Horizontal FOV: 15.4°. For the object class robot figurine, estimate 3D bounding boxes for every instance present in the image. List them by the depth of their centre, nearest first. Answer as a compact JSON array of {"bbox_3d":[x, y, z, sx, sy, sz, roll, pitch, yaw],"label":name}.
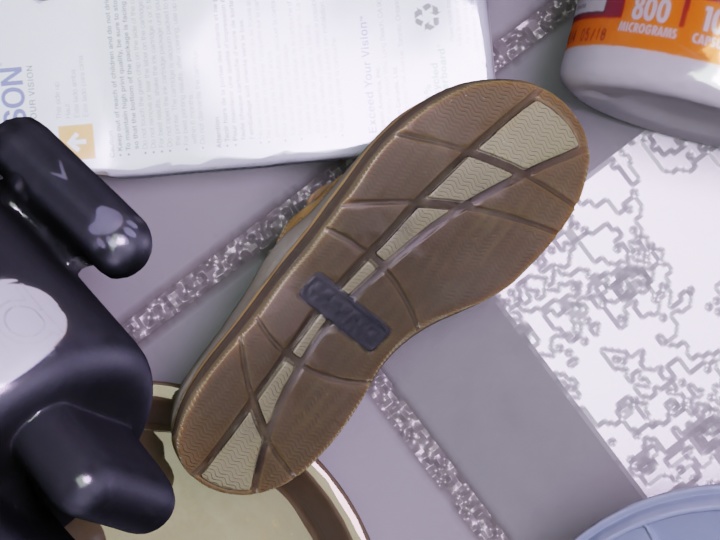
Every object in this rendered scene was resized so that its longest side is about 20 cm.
[{"bbox_3d":[-0.155,0.033,0.970,0.150,0.125,0.200,-29,62,-30],"label":"robot figurine"}]

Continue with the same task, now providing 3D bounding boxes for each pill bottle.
[{"bbox_3d":[0.155,-0.152,1.025,0.114,0.114,0.200,15,86,-4],"label":"pill bottle"}]

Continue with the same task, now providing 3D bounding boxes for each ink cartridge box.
[{"bbox_3d":[-0.053,-0.137,1.043,0.200,0.043,0.197,-5,89,-4],"label":"ink cartridge box"}]

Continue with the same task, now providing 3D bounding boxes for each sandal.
[{"bbox_3d":[0.000,0.000,1.020,0.200,0.054,0.080,-46,115,0],"label":"sandal"}]

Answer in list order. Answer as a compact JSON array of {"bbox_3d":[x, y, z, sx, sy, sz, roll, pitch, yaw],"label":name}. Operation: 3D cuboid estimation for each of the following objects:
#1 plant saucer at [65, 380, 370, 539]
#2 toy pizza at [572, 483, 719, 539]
[{"bbox_3d":[-0.089,0.142,1.035,0.200,0.029,0.200,0,88,-4],"label":"plant saucer"},{"bbox_3d":[0.154,0.168,1.018,0.200,0.032,0.200,7,114,15],"label":"toy pizza"}]
